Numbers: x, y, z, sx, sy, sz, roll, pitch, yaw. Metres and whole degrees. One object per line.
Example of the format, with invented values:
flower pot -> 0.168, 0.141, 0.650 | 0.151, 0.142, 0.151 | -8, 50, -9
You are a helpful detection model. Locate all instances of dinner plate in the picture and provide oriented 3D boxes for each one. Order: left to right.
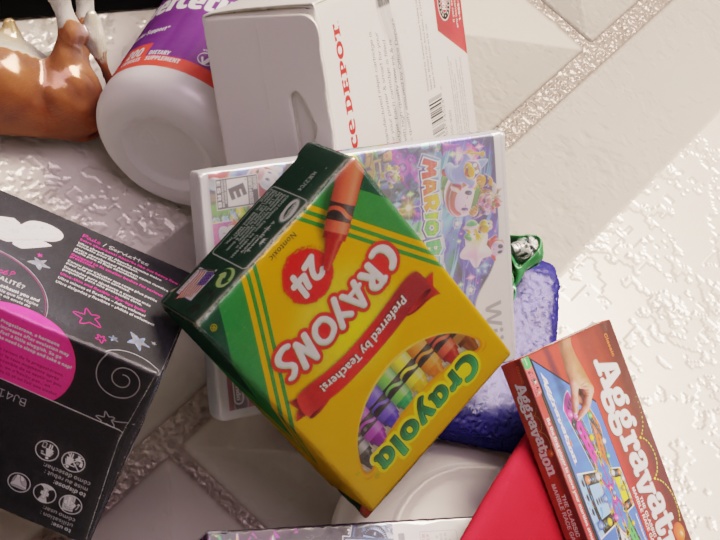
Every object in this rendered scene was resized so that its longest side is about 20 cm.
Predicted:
dinner plate -> 0.077, 0.185, 1.068 | 0.199, 0.024, 0.201 | 10, 57, -15

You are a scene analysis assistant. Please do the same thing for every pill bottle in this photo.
pill bottle -> -0.088, -0.146, 1.162 | 0.112, 0.113, 0.200 | 27, 53, -2

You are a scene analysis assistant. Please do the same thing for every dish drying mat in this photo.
dish drying mat -> 0.109, 0.143, 1.043 | 0.077, 0.018, 0.200 | 60, 36, -13

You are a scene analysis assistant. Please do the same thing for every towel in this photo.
towel -> 0.030, 0.040, 1.130 | 0.199, 0.050, 0.148 | 13, 59, -11

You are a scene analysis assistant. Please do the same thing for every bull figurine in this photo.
bull figurine -> -0.250, -0.131, 1.105 | 0.199, 0.122, 0.065 | 0, 17, -30

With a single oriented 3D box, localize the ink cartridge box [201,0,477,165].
ink cartridge box -> -0.007, -0.117, 1.107 | 0.083, 0.147, 0.200 | 1, 19, 28

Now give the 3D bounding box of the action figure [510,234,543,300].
action figure -> 0.031, 0.006, 1.092 | 0.199, 0.055, 0.118 | -14, 64, -28

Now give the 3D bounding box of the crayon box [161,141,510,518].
crayon box -> -0.001, 0.043, 0.980 | 0.127, 0.051, 0.200 | -48, 122, -12

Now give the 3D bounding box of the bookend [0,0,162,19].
bookend -> -0.235, -0.281, 1.205 | 0.199, 0.092, 0.199 | -8, 62, -26

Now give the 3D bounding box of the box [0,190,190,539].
box -> -0.210, 0.039, 0.972 | 0.199, 0.132, 0.115 | 24, 29, -4

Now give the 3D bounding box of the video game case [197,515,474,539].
video game case -> 0.005, 0.242, 0.974 | 0.181, 0.036, 0.201 | -1, 71, -21

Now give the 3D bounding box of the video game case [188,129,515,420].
video game case -> 0.000, 0.000, 1.018 | 0.199, 0.018, 0.144 | -10, 102, -26

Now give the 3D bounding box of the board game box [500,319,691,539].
board game box -> 0.156, 0.137, 1.069 | 0.103, 0.019, 0.201 | -19, 88, -50
